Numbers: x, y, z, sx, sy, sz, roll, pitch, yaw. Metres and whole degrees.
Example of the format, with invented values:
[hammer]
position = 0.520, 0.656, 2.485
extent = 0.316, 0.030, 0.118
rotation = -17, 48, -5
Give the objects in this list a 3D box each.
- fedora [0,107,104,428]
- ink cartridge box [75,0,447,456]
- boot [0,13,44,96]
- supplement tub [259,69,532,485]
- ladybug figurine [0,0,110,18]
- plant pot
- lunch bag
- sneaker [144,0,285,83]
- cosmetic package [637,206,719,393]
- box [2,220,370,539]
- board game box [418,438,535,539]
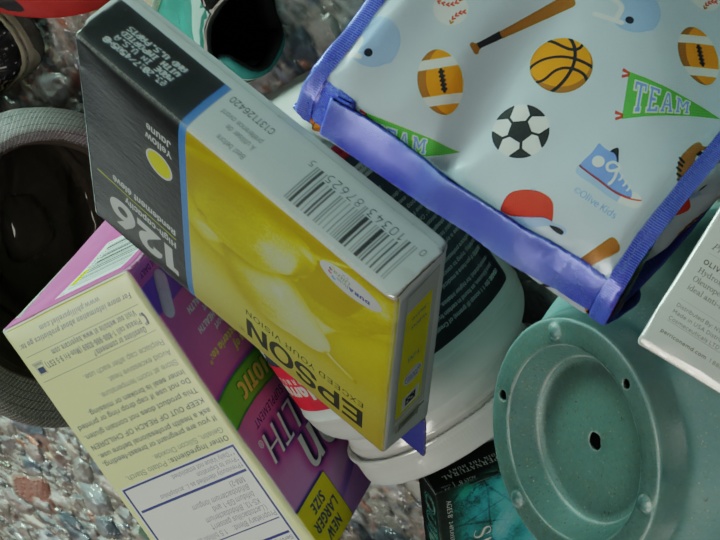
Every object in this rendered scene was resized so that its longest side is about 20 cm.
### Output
[fedora]
position = -0.200, -0.010, 1.271
extent = 0.200, 0.177, 0.090
rotation = 62, 168, -24
[ink cartridge box]
position = -0.048, -0.006, 0.946
extent = 0.197, 0.047, 0.200
rotation = 38, 152, 20
[boot]
position = -0.294, -0.084, 1.264
extent = 0.074, 0.154, 0.203
rotation = 49, 141, -5
[supplement tub]
position = 0.000, 0.000, 1.092
extent = 0.140, 0.140, 0.200
rotation = -18, 111, 48
[ladybug figurine]
position = -0.203, -0.200, 1.146
extent = 0.199, 0.072, 0.136
rotation = 12, 131, 34
[plant pot]
position = 0.149, 0.072, 0.965
extent = 0.200, 0.134, 0.201
rotation = 18, 112, 52
[lunch bag]
position = 0.088, -0.080, 0.896
extent = 0.170, 0.200, 0.124
rotation = 34, 140, 12
[sneaker]
position = -0.091, -0.115, 1.124
extent = 0.080, 0.071, 0.200
rotation = 38, 140, 14
[cosmetic package]
position = 0.205, -0.032, 0.826
extent = 0.085, 0.200, 0.108
rotation = 32, -177, 16
[box]
position = -0.078, 0.055, 1.166
extent = 0.096, 0.176, 0.200
rotation = -24, 107, 30
[board game box]
position = 0.105, 0.168, 1.159
extent = 0.028, 0.135, 0.201
rotation = -126, 22, -47
